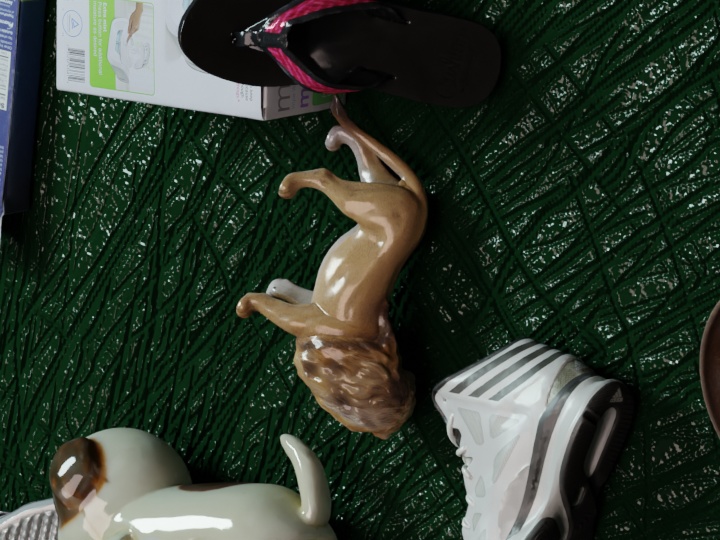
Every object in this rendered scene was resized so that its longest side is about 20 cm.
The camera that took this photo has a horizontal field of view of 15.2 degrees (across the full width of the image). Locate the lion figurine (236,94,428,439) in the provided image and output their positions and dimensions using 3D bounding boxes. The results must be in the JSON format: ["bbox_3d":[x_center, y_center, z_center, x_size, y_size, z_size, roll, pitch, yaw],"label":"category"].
[{"bbox_3d":[0.000,0.000,1.718,0.122,0.072,0.200,24,109,22],"label":"lion figurine"}]

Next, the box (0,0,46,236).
[{"bbox_3d":[-0.284,-0.119,1.921,0.121,0.032,0.200,18,108,32],"label":"box"}]

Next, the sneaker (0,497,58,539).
[{"bbox_3d":[-0.241,0.206,1.937,0.200,0.079,0.078,-18,95,12],"label":"sneaker"}]

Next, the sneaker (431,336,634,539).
[{"bbox_3d":[0.088,0.134,1.691,0.115,0.076,0.201,34,110,36],"label":"sneaker"}]

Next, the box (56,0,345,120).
[{"bbox_3d":[-0.102,-0.208,1.732,0.176,0.097,0.200,9,104,34],"label":"box"}]

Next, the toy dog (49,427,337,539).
[{"bbox_3d":[-0.125,0.180,1.805,0.200,0.140,0.194,28,112,31],"label":"toy dog"}]

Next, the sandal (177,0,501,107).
[{"bbox_3d":[-0.010,-0.139,1.641,0.200,0.045,0.075,8,105,-7],"label":"sandal"}]

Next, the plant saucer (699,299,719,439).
[{"bbox_3d":[0.286,0.074,1.517,0.200,0.037,0.201,23,133,28],"label":"plant saucer"}]
